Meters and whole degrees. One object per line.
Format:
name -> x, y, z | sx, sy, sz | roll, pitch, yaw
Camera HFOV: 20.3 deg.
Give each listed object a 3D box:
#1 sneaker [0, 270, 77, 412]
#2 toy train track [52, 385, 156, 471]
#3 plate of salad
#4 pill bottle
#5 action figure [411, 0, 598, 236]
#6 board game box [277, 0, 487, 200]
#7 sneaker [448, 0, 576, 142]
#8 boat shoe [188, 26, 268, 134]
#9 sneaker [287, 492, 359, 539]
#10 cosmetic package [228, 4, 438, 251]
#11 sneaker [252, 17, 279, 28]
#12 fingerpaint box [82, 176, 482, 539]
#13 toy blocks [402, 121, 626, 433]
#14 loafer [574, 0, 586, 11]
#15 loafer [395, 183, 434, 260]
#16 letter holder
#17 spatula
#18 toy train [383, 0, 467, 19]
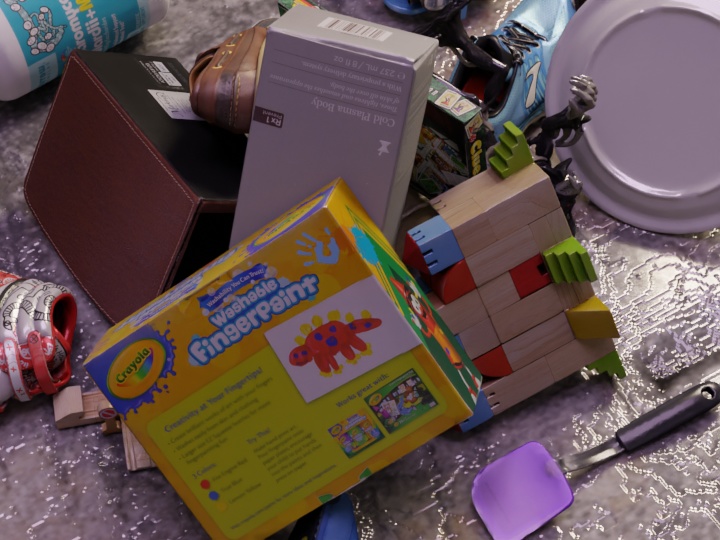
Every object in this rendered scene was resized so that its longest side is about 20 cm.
sneaker -> -0.273, 0.081, 1.414 | 0.107, 0.067, 0.202 | 7, 49, 19
toy train track -> -0.121, 0.078, 1.435 | 0.199, 0.033, 0.115 | -10, 52, -6
plate of salad -> 0.237, -0.128, 1.505 | 0.199, 0.201, 0.048 | 17, 16, 16
pill bottle -> -0.262, -0.209, 1.615 | 0.200, 0.111, 0.111 | -32, 57, -19
action figure -> 0.109, -0.097, 1.458 | 0.200, 0.102, 0.119 | 50, 56, -12
board game box -> 0.016, -0.117, 1.447 | 0.023, 0.105, 0.200 | -37, 52, -22
sneaker -> 0.119, -0.156, 1.566 | 0.078, 0.090, 0.200 | 20, 56, 18
boat shoe -> -0.092, -0.143, 1.473 | 0.067, 0.072, 0.200 | 5, 13, -5
sneaker -> -0.015, 0.231, 1.302 | 0.078, 0.066, 0.201 | 21, 45, -15
cosmetic package -> -0.022, -0.065, 1.342 | 0.106, 0.201, 0.090 | 13, 20, 9
sneaker -> -0.018, -0.152, 1.576 | 0.077, 0.082, 0.200 | -35, 59, -22
fingerpaint box -> -0.049, 0.065, 1.309 | 0.200, 0.167, 0.073 | -33, 10, 18
toy blocks -> 0.087, 0.018, 1.391 | 0.136, 0.201, 0.100 | -28, 30, -5
loafer -> 0.234, -0.191, 1.598 | 0.073, 0.071, 0.200 | -21, 55, -13
loafer -> 0.000, 0.000, 1.467 | 0.200, 0.076, 0.067 | -34, 67, -22
letter holder -> -0.153, -0.050, 1.502 | 0.100, 0.143, 0.200 | 0, 36, -42
spatula -> 0.168, 0.123, 1.391 | 0.199, 0.021, 0.057 | -25, 68, -18
toy train -> 0.055, -0.296, 1.684 | 0.114, 0.087, 0.200 | -14, 53, -15
